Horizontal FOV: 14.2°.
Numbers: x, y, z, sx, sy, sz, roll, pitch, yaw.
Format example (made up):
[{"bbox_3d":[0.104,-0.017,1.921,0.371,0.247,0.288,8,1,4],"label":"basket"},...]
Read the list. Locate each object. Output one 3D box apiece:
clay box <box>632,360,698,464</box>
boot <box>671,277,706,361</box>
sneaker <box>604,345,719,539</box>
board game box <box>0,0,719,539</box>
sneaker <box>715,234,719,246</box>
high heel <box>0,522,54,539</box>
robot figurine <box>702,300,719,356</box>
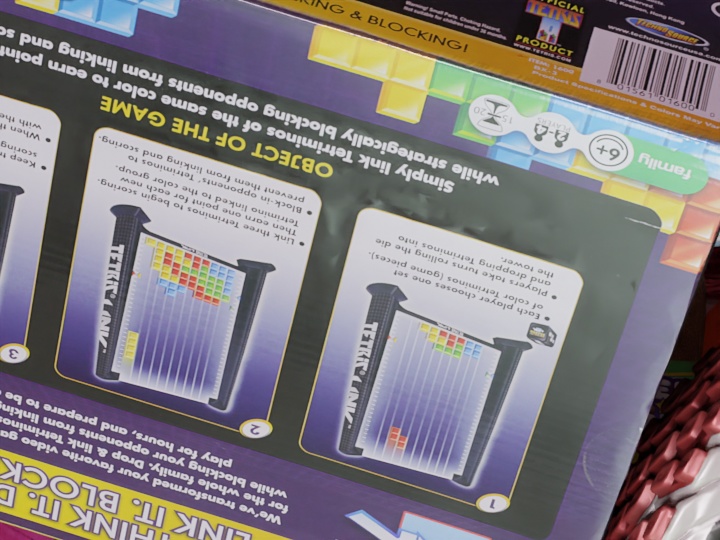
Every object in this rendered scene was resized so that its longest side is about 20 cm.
[{"bbox_3d":[0.024,0.069,0.761,0.199,0.048,0.115,5,141,-11],"label":"clay box"},{"bbox_3d":[0.000,0.000,0.815,0.199,0.076,0.074,14,-158,4],"label":"boot"},{"bbox_3d":[0.129,0.027,0.668,0.082,0.200,0.078,45,167,2],"label":"sneaker"},{"bbox_3d":[-0.030,-0.009,0.618,0.199,0.057,0.166,18,133,2],"label":"board game box"},{"bbox_3d":[0.033,-0.027,0.702,0.199,0.080,0.131,7,159,12],"label":"sneaker"},{"bbox_3d":[-0.063,0.061,0.799,0.096,0.068,0.200,33,-164,33],"label":"high heel"},{"bbox_3d":[0.173,0.049,0.842,0.200,0.117,0.144,-14,129,33],"label":"robot figurine"}]
